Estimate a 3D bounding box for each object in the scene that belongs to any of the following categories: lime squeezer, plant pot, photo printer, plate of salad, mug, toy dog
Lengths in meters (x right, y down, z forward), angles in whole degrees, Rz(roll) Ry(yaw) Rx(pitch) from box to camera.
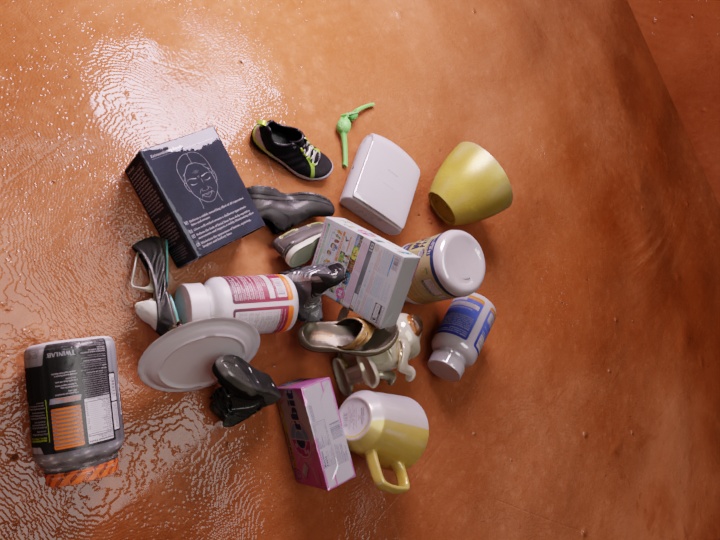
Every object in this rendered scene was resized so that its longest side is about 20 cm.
[{"bbox_3d":[-0.017,-0.338,1.283,0.071,0.038,0.200,35,61,-26],"label":"lime squeezer"},{"bbox_3d":[0.252,-0.194,1.374,0.142,0.200,0.200,-37,104,-10],"label":"plant pot"},{"bbox_3d":[0.052,-0.205,1.283,0.166,0.069,0.200,32,63,-27],"label":"photo printer"},{"bbox_3d":[-0.266,0.135,0.923,0.200,0.200,0.048,1,45,-36],"label":"plate of salad"},{"bbox_3d":[0.042,0.310,1.072,0.153,0.187,0.150,34,90,-45],"label":"mug"},{"bbox_3d":[0.043,0.156,1.176,0.200,0.140,0.194,-12,69,-38],"label":"toy dog"}]

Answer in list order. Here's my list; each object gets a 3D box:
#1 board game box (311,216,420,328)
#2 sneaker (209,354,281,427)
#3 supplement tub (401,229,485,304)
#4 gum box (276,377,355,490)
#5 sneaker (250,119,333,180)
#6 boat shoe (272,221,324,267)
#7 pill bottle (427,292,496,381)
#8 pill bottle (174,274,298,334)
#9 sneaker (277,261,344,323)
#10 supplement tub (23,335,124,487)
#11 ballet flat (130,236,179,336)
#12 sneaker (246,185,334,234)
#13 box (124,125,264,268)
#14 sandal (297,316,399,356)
[{"bbox_3d":[0.000,0.000,1.076,0.064,0.200,0.148,-5,119,-54],"label":"board game box"},{"bbox_3d":[-0.218,0.211,0.944,0.114,0.199,0.076,-36,65,-5],"label":"sneaker"},{"bbox_3d":[0.159,-0.001,1.236,0.144,0.200,0.145,9,75,-35],"label":"supplement tub"},{"bbox_3d":[-0.087,0.307,1.042,0.066,0.113,0.200,-13,88,-37],"label":"gum box"},{"bbox_3d":[-0.132,-0.248,1.149,0.200,0.083,0.072,21,69,-31],"label":"sneaker"},{"bbox_3d":[-0.091,-0.070,1.150,0.061,0.072,0.201,40,40,22],"label":"boat shoe"},{"bbox_3d":[0.235,0.157,1.314,0.112,0.112,0.200,46,58,-19],"label":"pill bottle"},{"bbox_3d":[-0.221,0.064,1.000,0.200,0.110,0.110,-2,81,-36],"label":"pill bottle"},{"bbox_3d":[-0.081,0.049,1.056,0.075,0.200,0.116,-22,101,-32],"label":"sneaker"},{"bbox_3d":[-0.418,0.203,0.818,0.122,0.122,0.200,-4,83,-37],"label":"supplement tub"},{"bbox_3d":[-0.351,0.040,0.944,0.068,0.068,0.200,-7,74,-26],"label":"ballet flat"},{"bbox_3d":[-0.147,-0.116,1.127,0.200,0.076,0.091,3,85,-26],"label":"sneaker"},{"bbox_3d":[-0.294,-0.129,0.991,0.148,0.107,0.200,-32,100,-36],"label":"box"},{"bbox_3d":[-0.018,0.117,1.051,0.200,0.054,0.080,2,52,-16],"label":"sandal"}]
